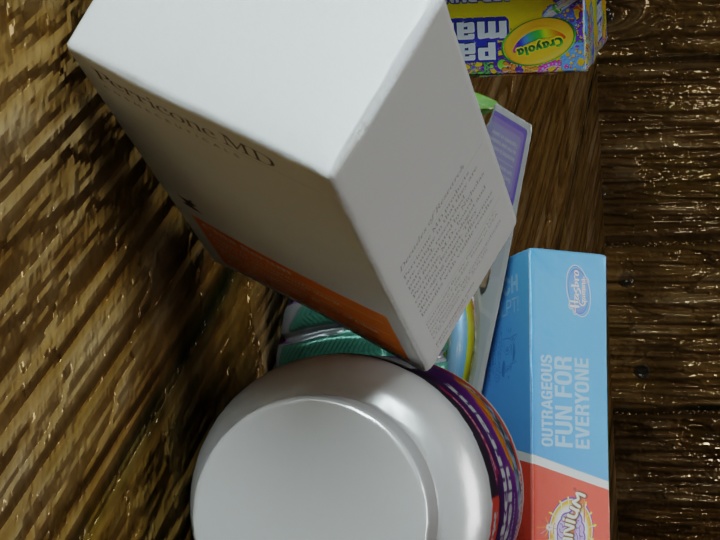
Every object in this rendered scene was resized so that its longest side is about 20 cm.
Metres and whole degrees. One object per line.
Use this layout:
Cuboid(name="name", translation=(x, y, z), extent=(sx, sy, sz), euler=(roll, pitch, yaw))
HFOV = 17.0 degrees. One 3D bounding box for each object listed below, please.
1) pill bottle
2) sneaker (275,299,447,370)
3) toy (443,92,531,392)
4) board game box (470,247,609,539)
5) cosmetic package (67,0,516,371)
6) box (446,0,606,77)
Cuboid(name="pill bottle", translation=(-0.001, 0.087, 0.907), extent=(0.200, 0.111, 0.112), euler=(13, 76, -80))
Cuboid(name="sneaker", translation=(0.000, 0.000, 1.063), extent=(0.088, 0.074, 0.201), euler=(-100, -170, -82))
Cuboid(name="toy", translation=(0.019, 0.012, 1.109), extent=(0.115, 0.047, 0.201), euler=(39, -62, 59))
Cuboid(name="board game box", translation=(0.052, 0.083, 1.134), extent=(0.200, 0.040, 0.154), euler=(154, -61, -63))
Cuboid(name="cosmetic package", translation=(-0.016, -0.043, 0.816), extent=(0.071, 0.101, 0.200), euler=(-59, 161, -12))
Cuboid(name="box", translation=(0.077, -0.216, 1.389), extent=(0.200, 0.121, 0.194), euler=(-47, 135, -77))
